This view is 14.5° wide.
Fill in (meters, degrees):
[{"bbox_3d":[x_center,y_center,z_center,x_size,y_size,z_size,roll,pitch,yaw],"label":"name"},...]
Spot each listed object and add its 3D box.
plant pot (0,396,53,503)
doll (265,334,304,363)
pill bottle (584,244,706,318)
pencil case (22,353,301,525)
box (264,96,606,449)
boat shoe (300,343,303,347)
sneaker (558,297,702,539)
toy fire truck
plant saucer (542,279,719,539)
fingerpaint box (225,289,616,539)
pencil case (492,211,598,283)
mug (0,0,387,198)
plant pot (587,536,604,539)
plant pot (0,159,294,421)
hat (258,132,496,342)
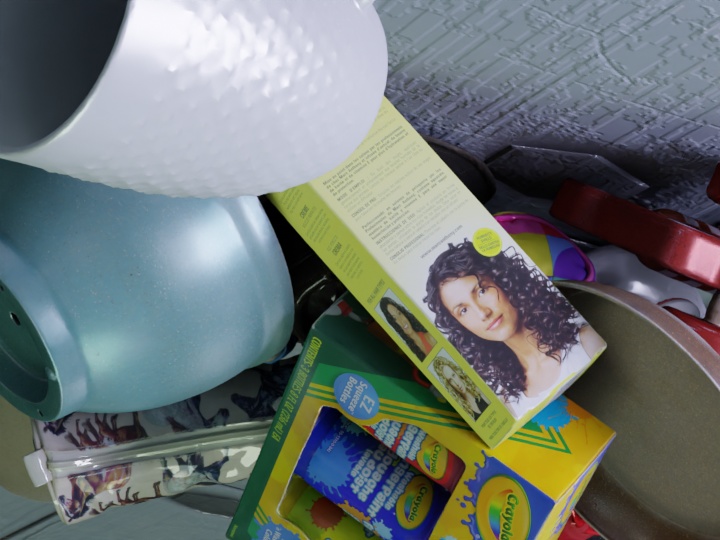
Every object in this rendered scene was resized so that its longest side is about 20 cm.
[{"bbox_3d":[-0.176,0.034,1.833,0.200,0.200,0.135,2,129,29],"label":"plant pot"},{"bbox_3d":[-0.104,0.033,1.717,0.200,0.049,0.136,-10,-155,-30],"label":"doll"},{"bbox_3d":[0.127,0.056,1.787,0.113,0.114,0.200,16,163,-19],"label":"pill bottle"},{"bbox_3d":[-0.103,0.101,1.725,0.200,0.078,0.089,-11,173,-3],"label":"pencil case"},{"bbox_3d":[0.035,-0.006,1.501,0.200,0.075,0.050,47,153,8],"label":"box"},{"bbox_3d":[0.023,0.056,1.806,0.200,0.076,0.060,43,157,46],"label":"boat shoe"},{"bbox_3d":[0.158,0.122,1.625,0.116,0.200,0.078,42,-167,35],"label":"sneaker"},{"bbox_3d":[0.222,0.002,1.591,0.200,0.112,0.168,19,-174,-26],"label":"toy fire truck"},{"bbox_3d":[0.155,0.083,1.530,0.200,0.032,0.200,36,148,27],"label":"plant saucer"},{"bbox_3d":[0.029,0.123,1.590,0.167,0.073,0.200,36,137,11],"label":"fingerpaint box"},{"bbox_3d":[0.070,0.061,1.644,0.088,0.088,0.200,13,128,-9],"label":"pencil case"},{"bbox_3d":[-0.064,-0.120,1.290,0.175,0.148,0.200,14,136,-41],"label":"mug"},{"bbox_3d":[0.097,0.135,1.972,0.177,0.200,0.200,3,167,-18],"label":"plant pot"},{"bbox_3d":[-0.151,0.000,1.556,0.200,0.134,0.200,39,150,28],"label":"plant pot"},{"bbox_3d":[0.000,0.000,1.629,0.200,0.081,0.201,-16,156,-7],"label":"hat"}]
